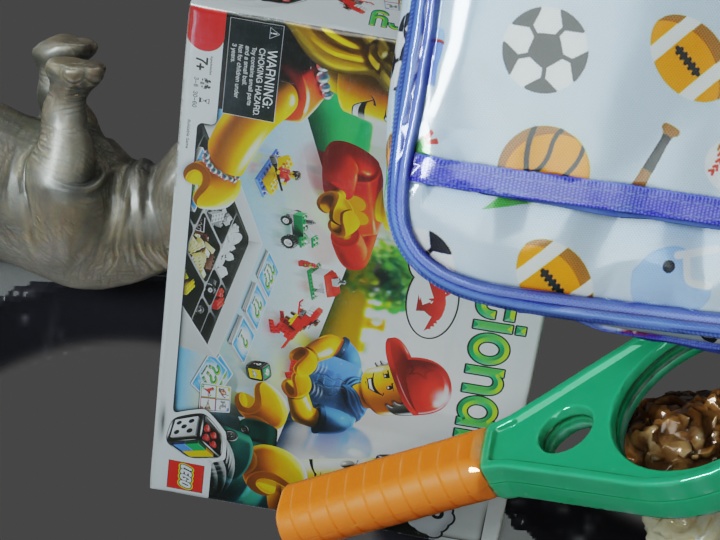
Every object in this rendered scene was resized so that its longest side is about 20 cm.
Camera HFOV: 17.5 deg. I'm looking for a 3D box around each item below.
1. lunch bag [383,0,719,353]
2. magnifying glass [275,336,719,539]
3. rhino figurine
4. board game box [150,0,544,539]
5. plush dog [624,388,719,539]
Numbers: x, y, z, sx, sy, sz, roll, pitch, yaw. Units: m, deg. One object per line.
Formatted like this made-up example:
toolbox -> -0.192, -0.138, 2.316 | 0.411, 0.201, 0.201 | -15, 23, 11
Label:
lunch bag -> 0.108, -0.050, 0.672 | 0.200, 0.076, 0.161 | 9, 92, -2
magnifying glass -> 0.061, 0.057, 0.752 | 0.200, 0.080, 0.022 | -17, 126, 26
rhino figurine -> -0.108, -0.037, 0.829 | 0.200, 0.060, 0.088 | 10, 108, 3
board game box -> 0.000, 0.000, 0.778 | 0.126, 0.035, 0.200 | 10, 126, 3
plush dog -> 0.134, 0.131, 0.787 | 0.200, 0.160, 0.172 | 33, 74, -20
